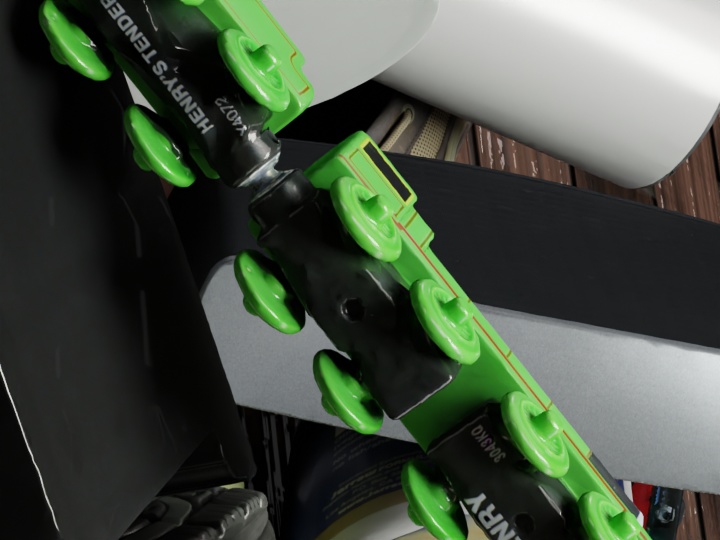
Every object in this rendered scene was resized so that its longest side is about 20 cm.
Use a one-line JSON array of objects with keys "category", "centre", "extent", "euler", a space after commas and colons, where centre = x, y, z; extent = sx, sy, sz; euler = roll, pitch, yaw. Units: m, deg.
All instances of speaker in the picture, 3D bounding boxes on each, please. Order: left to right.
[{"category": "speaker", "centre": [0.017, -0.097, 0.911], "extent": [0.200, 0.081, 0.081], "euler": [21, 51, -23]}]

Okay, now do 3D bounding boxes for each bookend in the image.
[{"category": "bookend", "centre": [-0.124, 0.001, 0.624], "extent": [0.199, 0.092, 0.200], "euler": [-51, 126, -61]}]

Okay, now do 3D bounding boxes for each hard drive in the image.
[{"category": "hard drive", "centre": [0.043, 0.011, 0.855], "extent": [0.135, 0.200, 0.042], "euler": [-100, -158, -66]}]

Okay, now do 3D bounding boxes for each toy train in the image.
[{"category": "toy train", "centre": [0.000, 0.000, 0.664], "extent": [0.200, 0.042, 0.056], "euler": [52, 19, -5]}]

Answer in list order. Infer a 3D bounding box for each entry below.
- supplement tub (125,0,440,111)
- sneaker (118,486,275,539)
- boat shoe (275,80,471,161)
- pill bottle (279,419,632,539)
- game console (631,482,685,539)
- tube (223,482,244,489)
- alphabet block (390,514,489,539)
[{"category": "supplement tub", "centre": [-0.060, -0.147, 0.770], "extent": [0.144, 0.144, 0.200], "euler": [26, 48, -63]}, {"category": "sneaker", "centre": [-0.078, 0.117, 0.715], "extent": [0.200, 0.076, 0.091], "euler": [-41, 123, -54]}, {"category": "boat shoe", "centre": [0.005, -0.077, 0.989], "extent": [0.073, 0.074, 0.200], "euler": [74, 16, -48]}, {"category": "pill bottle", "centre": [0.030, 0.081, 0.907], "extent": [0.200, 0.111, 0.111], "euler": [-86, 156, -68]}, {"category": "game console", "centre": [0.129, 0.165, 1.007], "extent": [0.172, 0.119, 0.200], "euler": [-72, 175, -52]}, {"category": "tube", "centre": [-0.049, 0.122, 0.801], "extent": [0.058, 0.052, 0.200], "euler": [109, -23, -62]}, {"category": "alphabet block", "centre": [0.040, 0.188, 0.650], "extent": [0.195, 0.200, 0.196], "euler": [-16, 116, -51]}]
